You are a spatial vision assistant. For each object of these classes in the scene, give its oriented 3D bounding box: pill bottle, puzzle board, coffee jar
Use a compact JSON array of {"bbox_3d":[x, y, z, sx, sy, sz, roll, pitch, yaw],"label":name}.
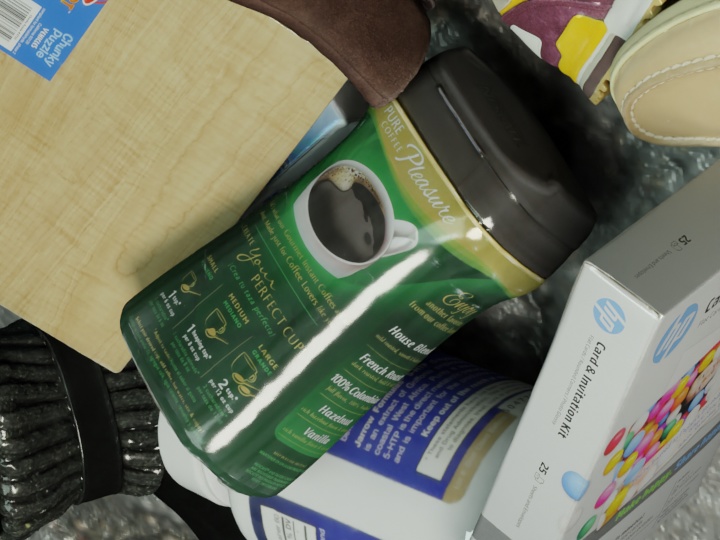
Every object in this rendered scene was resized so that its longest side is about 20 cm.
[{"bbox_3d":[0.008,0.090,1.189,0.199,0.120,0.120,20,125,35],"label":"pill bottle"},{"bbox_3d":[-0.118,-0.060,1.122,0.150,0.017,0.200,32,121,-13],"label":"puzzle board"},{"bbox_3d":[0.000,0.000,1.105,0.200,0.085,0.105,-39,59,12],"label":"coffee jar"}]

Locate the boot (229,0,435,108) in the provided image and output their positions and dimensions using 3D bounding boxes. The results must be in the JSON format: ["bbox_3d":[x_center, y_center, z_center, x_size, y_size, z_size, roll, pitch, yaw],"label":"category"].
[{"bbox_3d":[-0.032,-0.181,1.091,0.072,0.201,0.166,-27,129,35],"label":"boot"}]

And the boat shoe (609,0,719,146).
[{"bbox_3d":[0.178,-0.068,0.947,0.199,0.065,0.072,-8,147,34],"label":"boat shoe"}]

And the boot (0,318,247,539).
[{"bbox_3d":[-0.113,0.106,1.283,0.079,0.158,0.212,-29,91,48],"label":"boot"}]

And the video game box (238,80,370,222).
[{"bbox_3d":[-0.108,-0.097,1.193,0.182,0.047,0.201,-40,75,31],"label":"video game box"}]

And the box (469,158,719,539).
[{"bbox_3d":[0.115,0.047,1.036,0.041,0.156,0.201,35,132,20],"label":"box"}]

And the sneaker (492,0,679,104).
[{"bbox_3d":[0.105,-0.155,0.991,0.090,0.075,0.200,41,134,11],"label":"sneaker"}]
